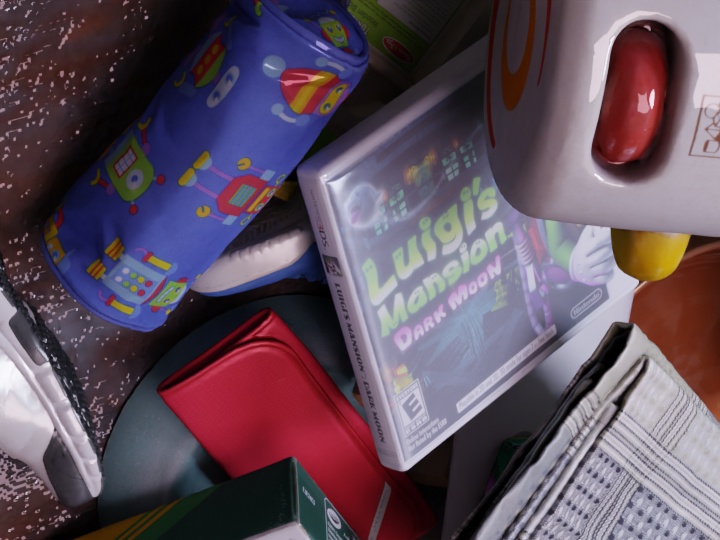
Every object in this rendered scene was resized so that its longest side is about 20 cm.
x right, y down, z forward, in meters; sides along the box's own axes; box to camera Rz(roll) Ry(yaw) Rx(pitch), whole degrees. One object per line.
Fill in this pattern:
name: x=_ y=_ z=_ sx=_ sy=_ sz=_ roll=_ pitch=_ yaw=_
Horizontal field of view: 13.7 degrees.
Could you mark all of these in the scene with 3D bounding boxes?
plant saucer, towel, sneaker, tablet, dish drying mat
plant saucer: x=-0.049 y=0.111 z=1.665 sx=0.199 sy=0.036 sz=0.201 roll=-16 pitch=123 yaw=-25
towel: x=0.133 y=0.146 z=1.648 sx=0.193 sy=0.034 sz=0.200 roll=-52 pitch=139 yaw=-4
sneaker: x=-0.194 y=0.049 z=1.523 sx=0.080 sy=0.074 sz=0.200 roll=-28 pitch=124 yaw=1
plant saucer: x=0.197 y=0.066 z=1.806 sx=0.199 sy=0.032 sz=0.201 roll=-15 pitch=122 yaw=-26
tablet: x=0.100 y=0.095 z=1.708 sx=0.130 sy=0.014 sz=0.201 roll=-20 pitch=128 yaw=-37
dish drying mat: x=-0.030 y=0.102 z=1.631 sx=0.077 sy=0.018 sz=0.200 roll=-35 pitch=132 yaw=2
sneaker: x=0.001 y=0.000 z=1.608 sx=0.199 sy=0.077 sz=0.112 roll=-26 pitch=118 yaw=-28

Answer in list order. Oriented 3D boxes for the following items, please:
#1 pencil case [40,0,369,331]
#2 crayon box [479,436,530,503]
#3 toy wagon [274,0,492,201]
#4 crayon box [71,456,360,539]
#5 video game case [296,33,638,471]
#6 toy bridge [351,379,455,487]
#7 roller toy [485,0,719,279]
pencil case: x=-0.078 y=-0.065 z=1.495 sx=0.200 sy=0.087 sz=0.078 roll=-50 pitch=150 yaw=21
crayon box: x=0.147 y=0.158 z=1.744 sx=0.199 sy=0.058 sz=0.119 roll=0 pitch=116 yaw=-45
toy wagon: x=0.001 y=-0.128 z=1.564 sx=0.200 sy=0.040 sz=0.155 roll=-52 pitch=131 yaw=2
crayon box: x=-0.093 y=0.186 z=1.627 sx=0.199 sy=0.052 sz=0.126 roll=-22 pitch=132 yaw=16
video game case: x=0.062 y=-0.021 z=1.578 sx=0.200 sy=0.023 sz=0.183 roll=-36 pitch=124 yaw=-33
toy bridge: x=0.049 y=0.090 z=1.705 sx=0.200 sy=0.027 sz=0.068 roll=55 pitch=48 yaw=-52
roller toy: x=0.145 y=-0.109 z=1.462 sx=0.139 sy=0.182 sz=0.201 roll=6 pitch=73 yaw=-9
